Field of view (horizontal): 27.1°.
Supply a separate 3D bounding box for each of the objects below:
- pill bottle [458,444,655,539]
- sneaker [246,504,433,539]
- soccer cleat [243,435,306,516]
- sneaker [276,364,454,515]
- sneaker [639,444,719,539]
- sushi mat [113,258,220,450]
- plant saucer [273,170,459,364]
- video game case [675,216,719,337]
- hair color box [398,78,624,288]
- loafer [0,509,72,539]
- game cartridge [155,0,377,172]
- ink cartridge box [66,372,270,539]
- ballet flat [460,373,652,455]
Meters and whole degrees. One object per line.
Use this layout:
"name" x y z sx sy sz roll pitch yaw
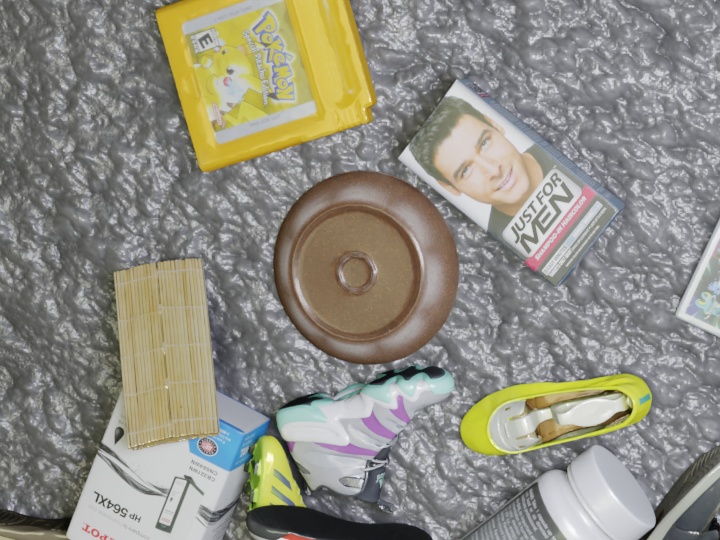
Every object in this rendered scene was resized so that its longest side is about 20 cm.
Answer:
"pill bottle" 0.182 0.269 1.458 0.200 0.114 0.114 -41 85 18
"sneaker" -0.030 0.307 1.517 0.200 0.067 0.108 11 108 -18
"soccer cleat" -0.076 0.262 1.558 0.083 0.065 0.201 -6 108 -8
"sneaker" 0.021 0.181 1.520 0.199 0.078 0.141 -17 94 28
"sneaker" 0.334 0.264 1.440 0.106 0.075 0.200 34 115 5
"sushi mat" -0.201 0.083 1.539 0.095 0.012 0.201 -8 65 -1
"plant saucer" 0.000 0.000 1.517 0.199 0.037 0.202 2 98 16
"video game case" 0.419 -0.008 1.397 0.182 0.023 0.201 26 105 12
"hair color box" 0.146 -0.086 1.447 0.200 0.061 0.099 40 107 9
"loafer" -0.378 0.308 1.653 0.199 0.076 0.068 4 93 16
"game cartridge" -0.095 -0.211 1.517 0.199 0.032 0.177 -15 93 19
"ink cartridge box" -0.205 0.220 1.583 0.145 0.084 0.201 25 103 12
"ballet flat" 0.186 0.143 1.464 0.199 0.067 0.067 -14 94 18
